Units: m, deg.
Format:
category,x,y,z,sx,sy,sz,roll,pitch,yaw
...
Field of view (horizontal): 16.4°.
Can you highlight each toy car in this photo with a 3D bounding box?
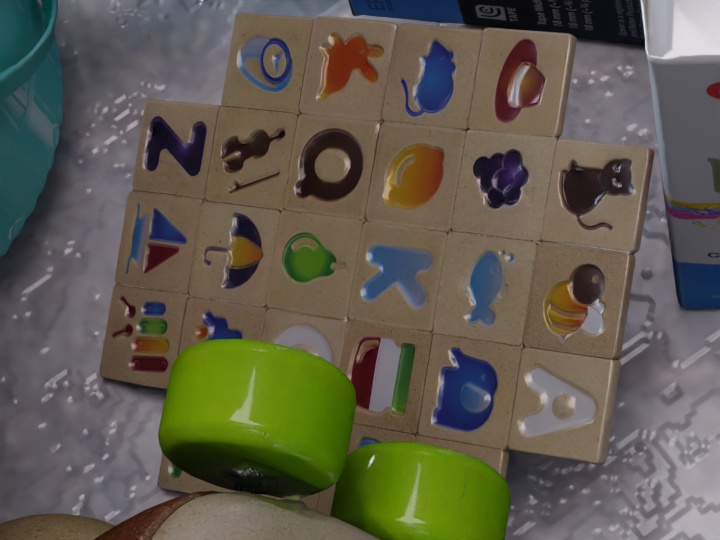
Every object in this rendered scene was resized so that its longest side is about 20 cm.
category,x,y,z,sx,sy,sz,roll,pitch,yaw
toy car,-0.075,0.126,0.757,0.200,0.158,0.165,-7,61,37

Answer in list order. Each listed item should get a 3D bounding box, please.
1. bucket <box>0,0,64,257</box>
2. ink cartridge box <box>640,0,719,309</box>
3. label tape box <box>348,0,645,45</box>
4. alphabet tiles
category,x,y,z,sx,sy,sz,roll,pitch,yaw
bucket,-0.207,-0.074,0.859,0.207,0.135,0.208,-7,65,17
ink cartridge box,0.161,-0.061,0.767,0.144,0.200,0.085,-2,68,9
label tape box,0.088,-0.132,0.839,0.199,0.144,0.063,9,70,13
alphabet tiles,0.000,0.000,0.828,0.200,0.006,0.167,8,87,33
